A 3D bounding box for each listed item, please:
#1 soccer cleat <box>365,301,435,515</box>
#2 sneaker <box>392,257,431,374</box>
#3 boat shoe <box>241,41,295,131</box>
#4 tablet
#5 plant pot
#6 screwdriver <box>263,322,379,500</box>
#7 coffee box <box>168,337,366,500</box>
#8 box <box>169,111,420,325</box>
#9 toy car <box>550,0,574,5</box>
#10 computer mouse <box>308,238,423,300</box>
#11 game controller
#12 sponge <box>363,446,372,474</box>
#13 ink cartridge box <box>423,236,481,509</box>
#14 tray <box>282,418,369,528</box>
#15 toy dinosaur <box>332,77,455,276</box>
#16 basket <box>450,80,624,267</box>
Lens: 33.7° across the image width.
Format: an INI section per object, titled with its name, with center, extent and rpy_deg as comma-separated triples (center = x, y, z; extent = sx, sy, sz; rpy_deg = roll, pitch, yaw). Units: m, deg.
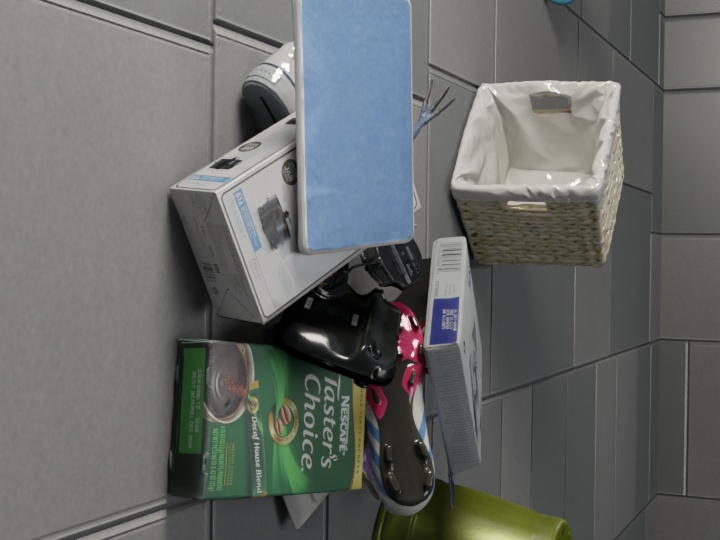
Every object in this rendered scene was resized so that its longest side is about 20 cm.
[soccer cleat]
center = 0.028, 0.133, 1.131
extent = 0.087, 0.069, 0.203
rpy_deg = 112, -24, -66
[sneaker]
center = 0.064, 0.077, 1.311
extent = 0.202, 0.066, 0.110
rpy_deg = -55, 137, -57
[boat shoe]
center = -0.035, -0.108, 1.049
extent = 0.067, 0.073, 0.202
rpy_deg = -51, 139, -28
[tablet]
center = -0.004, -0.118, 0.942
extent = 0.129, 0.014, 0.204
rpy_deg = -8, 100, -44
[plant pot]
center = 0.134, 0.336, 1.328
extent = 0.200, 0.190, 0.204
rpy_deg = 2, 90, -66
[screwdriver]
center = -0.027, 0.129, 1.074
extent = 0.029, 0.028, 0.201
rpy_deg = -42, 113, -17
[coffee box]
center = -0.069, 0.121, 0.973
extent = 0.199, 0.043, 0.125
rpy_deg = 12, 80, -52
[box]
center = -0.046, -0.059, 0.957
extent = 0.199, 0.060, 0.118
rpy_deg = -36, 118, -37
[toy car]
center = 0.400, -0.539, 1.905
extent = 0.185, 0.197, 0.179
rpy_deg = -61, 144, -47
[computer mouse]
center = 0.000, 0.000, 1.069
extent = 0.199, 0.034, 0.059
rpy_deg = -13, 78, -60
[game controller]
center = -0.016, 0.049, 1.026
extent = 0.200, 0.102, 0.043
rpy_deg = -74, 176, -76
[sponge]
center = 0.021, 0.159, 1.260
extent = 0.200, 0.029, 0.114
rpy_deg = 23, 69, -65
[ink cartridge box]
center = 0.102, 0.102, 1.216
extent = 0.201, 0.040, 0.203
rpy_deg = -80, 162, -57
[tray]
center = -0.018, 0.142, 1.127
extent = 0.200, 0.022, 0.109
rpy_deg = -44, 122, -47
[toy dinosaur]
center = -0.006, -0.125, 1.164
extent = 0.104, 0.199, 0.183
rpy_deg = 29, 29, -46
[basket]
center = 0.239, -0.123, 1.552
extent = 0.162, 0.195, 0.202
rpy_deg = 69, 31, -45
